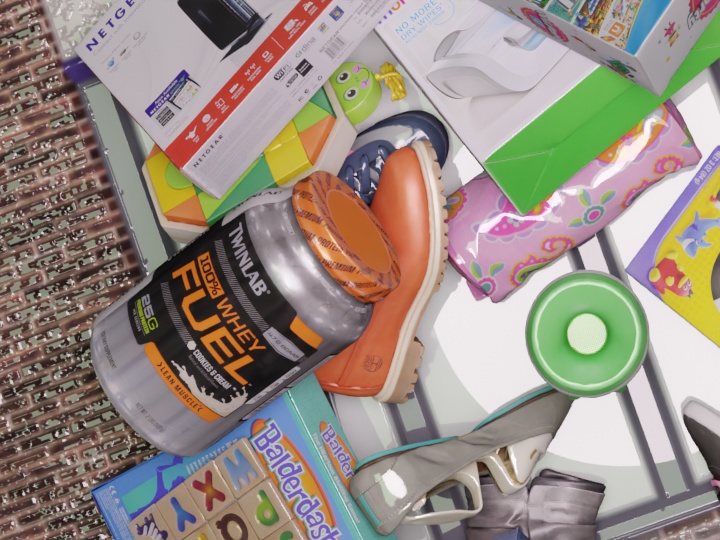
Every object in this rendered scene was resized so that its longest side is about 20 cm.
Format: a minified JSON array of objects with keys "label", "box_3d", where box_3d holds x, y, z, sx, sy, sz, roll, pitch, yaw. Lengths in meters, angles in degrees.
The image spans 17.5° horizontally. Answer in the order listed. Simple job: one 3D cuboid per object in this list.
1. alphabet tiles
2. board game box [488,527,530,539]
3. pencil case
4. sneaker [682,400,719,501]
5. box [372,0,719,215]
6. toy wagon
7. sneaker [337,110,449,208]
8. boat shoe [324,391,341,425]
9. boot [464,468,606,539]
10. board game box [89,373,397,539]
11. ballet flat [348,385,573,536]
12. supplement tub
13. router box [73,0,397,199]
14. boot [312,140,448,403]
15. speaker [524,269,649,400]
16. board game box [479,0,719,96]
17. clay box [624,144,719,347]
[{"label":"alphabet tiles","box_3d":[-0.104,0.237,1.672,0.200,0.008,0.168,-38,80,33]},{"label":"board game box","box_3d":[0.070,0.263,1.635,0.199,0.035,0.135,-27,121,33]},{"label":"pencil case","box_3d":[0.145,-0.058,1.681,0.199,0.087,0.088,-36,86,6]},{"label":"sneaker","box_3d":[0.275,0.192,1.666,0.099,0.071,0.200,-40,90,0]},{"label":"box","box_3d":[0.131,-0.174,1.639,0.200,0.097,0.177,-38,58,4]},{"label":"toy wagon","box_3d":[-0.062,-0.098,1.678,0.199,0.040,0.156,-31,48,8]},{"label":"sneaker","box_3d":[-0.020,-0.044,1.694,0.199,0.082,0.070,-36,95,5]},{"label":"boat shoe","box_3d":[-0.047,0.107,1.712,0.068,0.057,0.201,-25,87,6]},{"label":"boot","box_3d":[0.165,0.215,1.684,0.198,0.070,0.133,9,86,2]},{"label":"board game box","box_3d":[-0.083,0.183,1.684,0.199,0.045,0.153,-28,86,31]},{"label":"ballet flat","box_3d":[0.082,0.139,1.654,0.199,0.067,0.064,-18,71,-31]},{"label":"supplement tub","box_3d":[-0.077,0.027,1.591,0.200,0.122,0.123,-37,86,20]},{"label":"router box","box_3d":[-0.090,-0.178,1.674,0.200,0.049,0.180,-48,47,4]},{"label":"boot","box_3d":[0.000,0.000,1.659,0.106,0.075,0.201,6,111,-18]},{"label":"speaker","box_3d":[0.158,0.043,1.616,0.088,0.200,0.089,0,89,6]},{"label":"board game box","box_3d":[0.155,-0.226,1.558,0.199,0.064,0.148,31,83,32]},{"label":"clay box","box_3d":[0.296,0.015,1.637,0.200,0.048,0.115,40,98,31]}]
